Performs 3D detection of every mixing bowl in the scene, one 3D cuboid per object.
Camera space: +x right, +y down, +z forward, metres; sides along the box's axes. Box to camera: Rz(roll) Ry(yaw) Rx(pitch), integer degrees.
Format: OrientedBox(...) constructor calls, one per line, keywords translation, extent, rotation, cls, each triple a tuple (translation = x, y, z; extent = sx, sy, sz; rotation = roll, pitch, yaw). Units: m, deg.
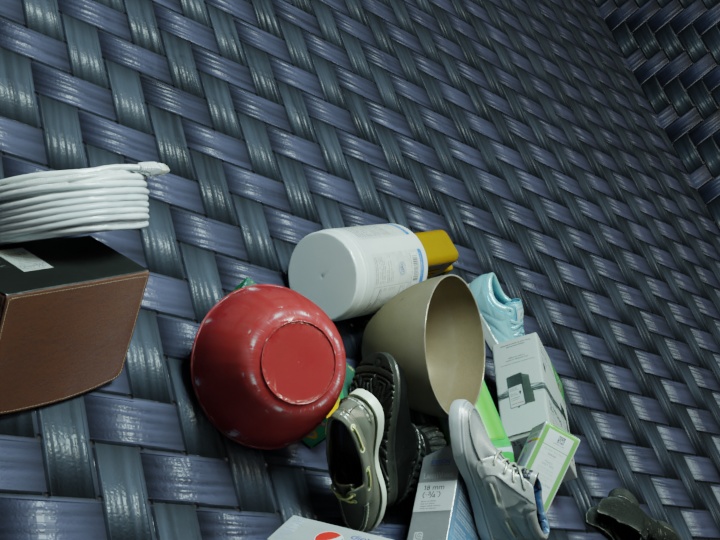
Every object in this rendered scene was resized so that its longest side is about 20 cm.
OrientedBox(translation=(-0.092, 0.111, 1.274), extent=(0.197, 0.108, 0.204), rotation=(4, 81, -26), cls="mixing bowl")

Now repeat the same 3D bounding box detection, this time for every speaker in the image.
OrientedBox(translation=(0.162, 0.215, 1.619), extent=(0.088, 0.088, 0.202), rotation=(12, 48, -46), cls="speaker")

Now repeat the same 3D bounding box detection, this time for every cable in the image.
OrientedBox(translation=(-0.328, -0.069, 1.166), extent=(0.199, 0.198, 0.070), rotation=(-13, 96, -51), cls="cable")

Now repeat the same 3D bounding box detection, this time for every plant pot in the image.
OrientedBox(translation=(0.080, 0.113, 1.542), extent=(0.199, 0.133, 0.204), rotation=(18, 69, -58), cls="plant pot")

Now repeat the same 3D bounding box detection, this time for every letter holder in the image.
OrientedBox(translation=(-0.338, 0.056, 1.125), extent=(0.100, 0.144, 0.199), rotation=(26, 20, 26), cls="letter holder")

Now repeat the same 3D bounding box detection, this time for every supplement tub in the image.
OrientedBox(translation=(0.000, 0.000, 1.584), extent=(0.199, 0.132, 0.133), rotation=(-7, 63, -55), cls="supplement tub")

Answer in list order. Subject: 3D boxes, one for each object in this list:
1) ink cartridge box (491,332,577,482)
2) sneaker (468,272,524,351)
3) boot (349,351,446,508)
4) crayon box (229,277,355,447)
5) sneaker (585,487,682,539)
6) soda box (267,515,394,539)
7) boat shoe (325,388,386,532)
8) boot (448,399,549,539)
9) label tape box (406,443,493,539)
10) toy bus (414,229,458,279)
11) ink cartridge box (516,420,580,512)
OrientedBox(translation=(0.278, 0.226, 1.719), extent=(0.202, 0.082, 0.147), rotation=(-89, 154, -47), cls="ink cartridge box")
OrientedBox(translation=(0.259, 0.094, 1.875), extent=(0.201, 0.082, 0.074), rotation=(54, 32, 4), cls="sneaker")
OrientedBox(translation=(0.059, 0.211, 1.437), extent=(0.157, 0.079, 0.215), rotation=(-2, 96, -50), cls="boot")
OrientedBox(translation=(-0.104, 0.119, 1.390), extent=(0.200, 0.058, 0.119), rotation=(42, 32, -16), cls="crayon box")
OrientedBox(translation=(0.466, 0.444, 1.812), extent=(0.199, 0.060, 0.104), rotation=(42, 30, -6), cls="sneaker")
OrientedBox(translation=(-0.004, 0.331, 1.173), extent=(0.063, 0.197, 0.069), rotation=(-30, 123, -59), cls="soda box")
OrientedBox(translation=(-0.011, 0.242, 1.303), extent=(0.071, 0.205, 0.060), rotation=(20, 34, 35), cls="boat shoe")
OrientedBox(translation=(0.181, 0.252, 1.359), extent=(0.074, 0.094, 0.203), rotation=(-43, 118, -57), cls="boot")
OrientedBox(translation=(0.132, 0.313, 1.416), extent=(0.145, 0.062, 0.202), rotation=(56, 36, -37), cls="label tape box")
OrientedBox(translation=(0.098, -0.022, 1.787), extent=(0.199, 0.078, 0.066), rotation=(-10, 65, -56), cls="toy bus")
OrientedBox(translation=(0.237, 0.320, 1.522), extent=(0.059, 0.202, 0.104), rotation=(26, -12, 6), cls="ink cartridge box")
